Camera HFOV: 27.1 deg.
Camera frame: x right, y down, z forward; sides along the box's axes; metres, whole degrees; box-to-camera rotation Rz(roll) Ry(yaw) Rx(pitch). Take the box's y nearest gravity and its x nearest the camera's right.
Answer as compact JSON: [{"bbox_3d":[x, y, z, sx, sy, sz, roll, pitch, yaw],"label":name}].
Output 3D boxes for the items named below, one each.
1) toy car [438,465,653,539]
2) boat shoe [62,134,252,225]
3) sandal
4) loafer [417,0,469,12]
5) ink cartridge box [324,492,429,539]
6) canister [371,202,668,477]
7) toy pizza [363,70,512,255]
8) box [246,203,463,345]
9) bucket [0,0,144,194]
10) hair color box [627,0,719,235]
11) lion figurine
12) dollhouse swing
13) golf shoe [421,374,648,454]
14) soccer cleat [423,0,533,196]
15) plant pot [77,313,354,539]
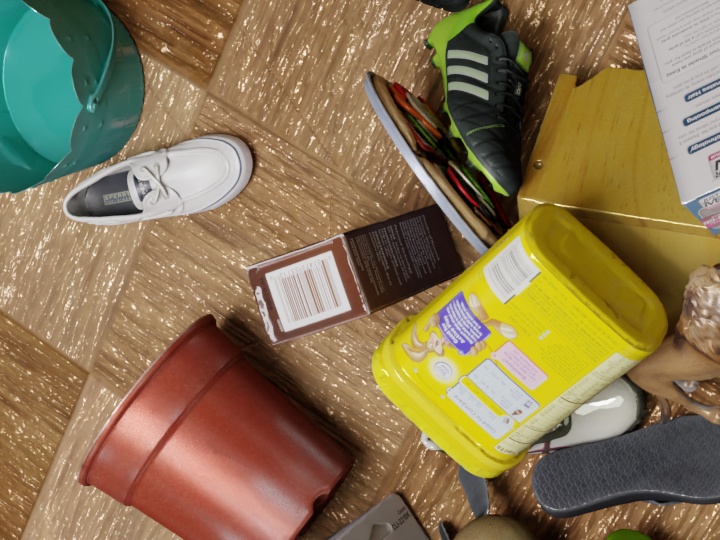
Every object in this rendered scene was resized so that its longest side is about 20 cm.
[{"bbox_3d":[0.141,0.265,1.323,0.200,0.158,0.164,46,131,38],"label":"toy car"},{"bbox_3d":[-0.197,-0.079,1.438,0.200,0.065,0.074,-19,91,28],"label":"boat shoe"},{"bbox_3d":[0.247,0.169,1.271,0.200,0.043,0.076,-8,60,14],"label":"sandal"},{"bbox_3d":[0.018,-0.286,1.297,0.200,0.068,0.070,25,90,23],"label":"loafer"},{"bbox_3d":[-0.039,0.309,1.393,0.200,0.144,0.084,-40,84,27],"label":"ink cartridge box"},{"bbox_3d":[0.123,0.057,1.169,0.149,0.087,0.200,43,130,-3],"label":"canister"},{"bbox_3d":[0.072,-0.089,1.235,0.032,0.200,0.200,-36,83,11],"label":"toy pizza"},{"bbox_3d":[0.000,0.000,1.282,0.100,0.200,0.075,-19,89,27],"label":"box"},{"bbox_3d":[-0.318,-0.179,1.438,0.207,0.135,0.208,5,103,24],"label":"bucket"},{"bbox_3d":[0.279,-0.137,1.139,0.100,0.061,0.200,-25,52,26],"label":"hair color box"},{"bbox_3d":[0.260,0.064,1.172,0.122,0.073,0.200,24,141,-21],"label":"lion figurine"},{"bbox_3d":[0.254,-0.039,1.244,0.200,0.176,0.182,9,63,24],"label":"dollhouse swing"},{"bbox_3d":[0.150,0.134,1.300,0.200,0.088,0.077,-13,92,26],"label":"golf shoe"},{"bbox_3d":[0.108,-0.149,1.231,0.081,0.068,0.200,-30,48,20],"label":"soccer cleat"},{"bbox_3d":[-0.125,0.179,1.394,0.195,0.201,0.201,37,114,6],"label":"plant pot"}]
